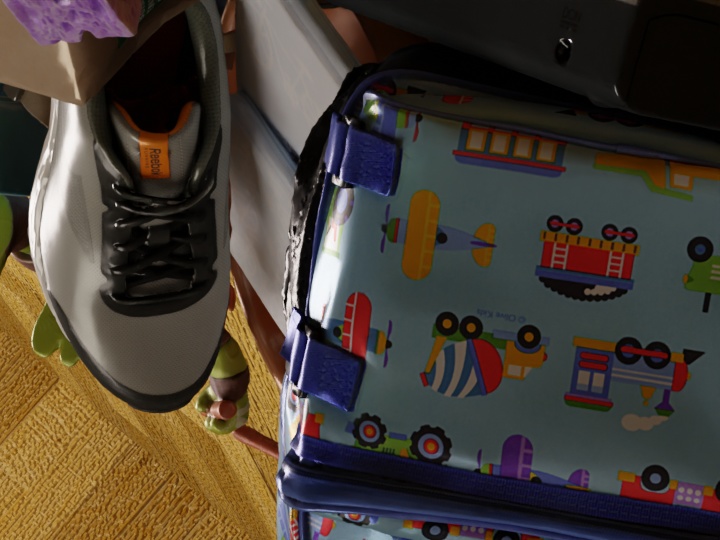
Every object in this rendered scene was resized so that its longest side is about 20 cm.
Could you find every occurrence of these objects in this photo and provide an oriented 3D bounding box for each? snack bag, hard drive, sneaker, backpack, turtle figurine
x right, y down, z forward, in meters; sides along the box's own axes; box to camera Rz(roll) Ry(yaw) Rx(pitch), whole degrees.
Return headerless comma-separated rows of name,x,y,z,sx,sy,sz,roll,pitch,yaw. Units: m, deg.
snack bag,0.000,0.000,0.869,0.189,0.021,0.200,57,161,26
hard drive,0.059,-0.073,0.698,0.139,0.033,0.200,7,-168,-38
sneaker,-0.080,-0.032,0.894,0.079,0.073,0.201,-119,24,-56
backpack,0.057,0.052,0.691,0.181,0.201,0.135,15,-170,5
turtle figurine,-0.094,0.007,1.052,0.200,0.064,0.161,51,-165,13

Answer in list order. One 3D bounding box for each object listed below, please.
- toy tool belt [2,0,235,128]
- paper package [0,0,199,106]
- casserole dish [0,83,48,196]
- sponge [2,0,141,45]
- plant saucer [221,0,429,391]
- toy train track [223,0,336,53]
toy tool belt,-0.100,-0.130,1.014,0.122,0.125,0.200,4,-152,-45
paper package,-0.138,-0.174,0.771,0.190,0.103,0.201,19,136,38
casserole dish,-0.166,-0.068,1.047,0.120,0.039,0.200,13,-170,6
sponge,-0.073,-0.166,0.614,0.030,0.201,0.112,-6,144,21
plant saucer,-0.006,-0.031,0.992,0.200,0.037,0.202,35,130,57
toy train track,-0.026,-0.102,0.881,0.200,0.032,0.115,-162,54,-74
